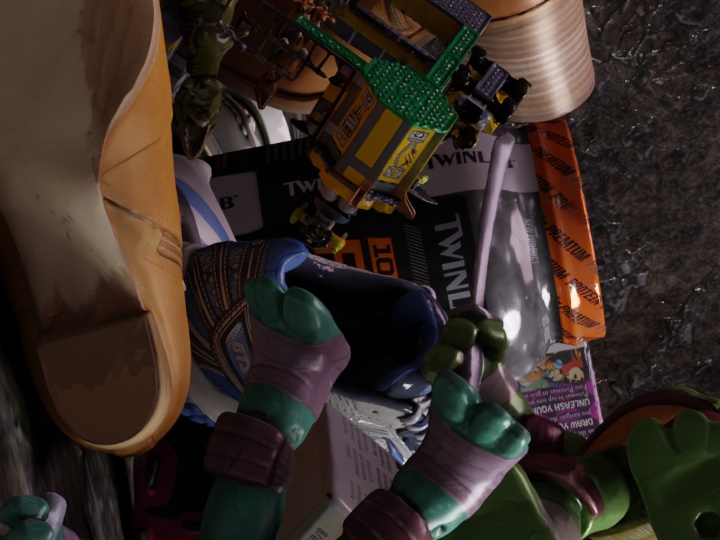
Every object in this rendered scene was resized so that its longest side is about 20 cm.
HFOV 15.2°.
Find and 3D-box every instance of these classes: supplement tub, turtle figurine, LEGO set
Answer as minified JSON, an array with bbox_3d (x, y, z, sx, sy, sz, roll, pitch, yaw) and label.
[{"bbox_3d":[0.000,0.000,1.156,0.123,0.198,0.124,-11,90,-87],"label":"supplement tub"},{"bbox_3d":[0.088,0.029,0.905,0.194,0.143,0.201,-42,148,-72],"label":"turtle figurine"},{"bbox_3d":[-0.041,0.109,0.783,0.201,0.149,0.101,-58,-178,-17],"label":"turtle figurine"},{"bbox_3d":[-0.051,-0.072,0.978,0.116,0.199,0.154,-55,-173,29],"label":"LEGO set"}]

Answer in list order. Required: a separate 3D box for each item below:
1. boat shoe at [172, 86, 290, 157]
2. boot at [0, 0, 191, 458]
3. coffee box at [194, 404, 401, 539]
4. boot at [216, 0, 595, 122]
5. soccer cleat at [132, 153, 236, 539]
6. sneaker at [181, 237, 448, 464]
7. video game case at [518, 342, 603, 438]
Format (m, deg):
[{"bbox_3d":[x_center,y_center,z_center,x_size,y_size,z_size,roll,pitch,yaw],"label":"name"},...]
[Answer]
[{"bbox_3d":[-0.062,0.012,1.310,0.072,0.060,0.203,5,-73,53],"label":"boat shoe"},{"bbox_3d":[-0.094,-0.039,0.872,0.144,0.070,0.203,-155,-124,-85],"label":"boot"},{"bbox_3d":[0.026,0.158,0.919,0.200,0.113,0.080,39,14,-16],"label":"coffee box"},{"bbox_3d":[-0.002,-0.143,1.057,0.074,0.199,0.155,-51,134,-39],"label":"boot"},{"bbox_3d":[-0.057,0.048,1.047,0.086,0.069,0.202,-28,106,-70],"label":"soccer cleat"},{"bbox_3d":[0.006,0.046,0.995,0.200,0.085,0.078,31,53,-42],"label":"sneaker"},{"bbox_3d":[0.024,0.078,1.374,0.036,0.198,0.183,74,5,-79],"label":"video game case"}]
